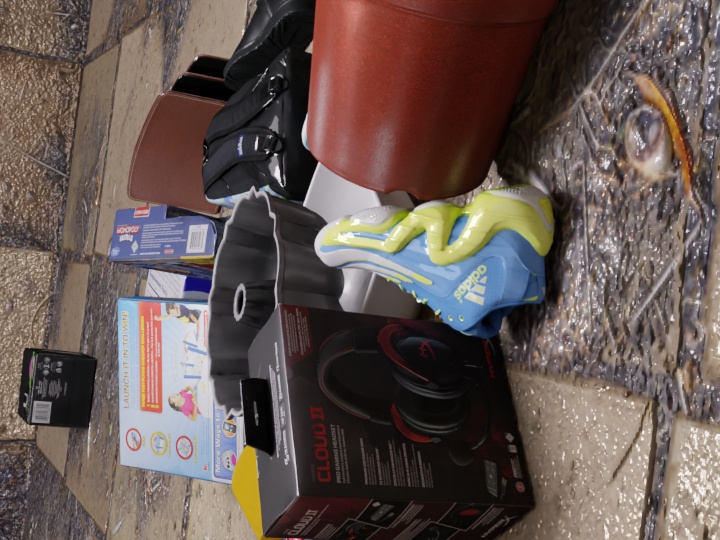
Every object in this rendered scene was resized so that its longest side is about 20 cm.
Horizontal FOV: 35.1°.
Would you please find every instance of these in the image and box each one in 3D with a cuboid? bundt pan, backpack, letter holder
[{"bbox_3d":[-0.072,0.031,0.996,0.202,0.075,0.203,-173,90,-67],"label":"bundt pan"},{"bbox_3d":[-0.100,-0.131,1.240,0.199,0.153,0.164,-14,72,42],"label":"backpack"},{"bbox_3d":[-0.239,-0.189,1.555,0.200,0.141,0.101,119,149,-41],"label":"letter holder"}]

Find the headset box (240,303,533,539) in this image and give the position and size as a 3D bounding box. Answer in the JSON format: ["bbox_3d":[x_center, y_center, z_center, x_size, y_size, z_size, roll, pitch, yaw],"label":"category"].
[{"bbox_3d":[0.008,0.111,0.815,0.075,0.199,0.149,125,145,-48],"label":"headset box"}]

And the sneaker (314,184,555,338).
[{"bbox_3d":[0.051,0.002,0.841,0.199,0.076,0.106,-10,85,37],"label":"sneaker"}]

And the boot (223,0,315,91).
[{"bbox_3d":[-0.108,-0.330,1.381,0.198,0.073,0.163,-39,50,49],"label":"boot"}]

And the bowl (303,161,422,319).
[{"bbox_3d":[0.000,0.000,1.028,0.200,0.074,0.201,-117,40,-53],"label":"bowl"}]

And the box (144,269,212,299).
[{"bbox_3d":[-0.213,0.081,1.461,0.184,0.104,0.201,-145,64,-63],"label":"box"}]

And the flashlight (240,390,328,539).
[{"bbox_3d":[-0.048,0.175,0.828,0.068,0.068,0.201,88,167,-61],"label":"flashlight"}]

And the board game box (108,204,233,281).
[{"bbox_3d":[-0.135,-0.021,1.245,0.199,0.199,0.062,-1,79,46],"label":"board game box"}]

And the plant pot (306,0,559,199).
[{"bbox_3d":[0.047,-0.172,0.847,0.201,0.199,0.196,-116,31,-52],"label":"plant pot"}]

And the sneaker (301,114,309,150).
[{"bbox_3d":[0.002,-0.209,1.085,0.200,0.079,0.131,-44,45,42],"label":"sneaker"}]

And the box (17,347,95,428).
[{"bbox_3d":[-0.638,0.244,2.379,0.200,0.124,0.150,-179,96,-67],"label":"box"}]

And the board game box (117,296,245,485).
[{"bbox_3d":[-0.189,0.132,1.301,0.195,0.056,0.201,2,94,36],"label":"board game box"}]

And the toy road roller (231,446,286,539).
[{"bbox_3d":[-0.006,0.176,0.941,0.147,0.122,0.200,-65,31,9],"label":"toy road roller"}]
